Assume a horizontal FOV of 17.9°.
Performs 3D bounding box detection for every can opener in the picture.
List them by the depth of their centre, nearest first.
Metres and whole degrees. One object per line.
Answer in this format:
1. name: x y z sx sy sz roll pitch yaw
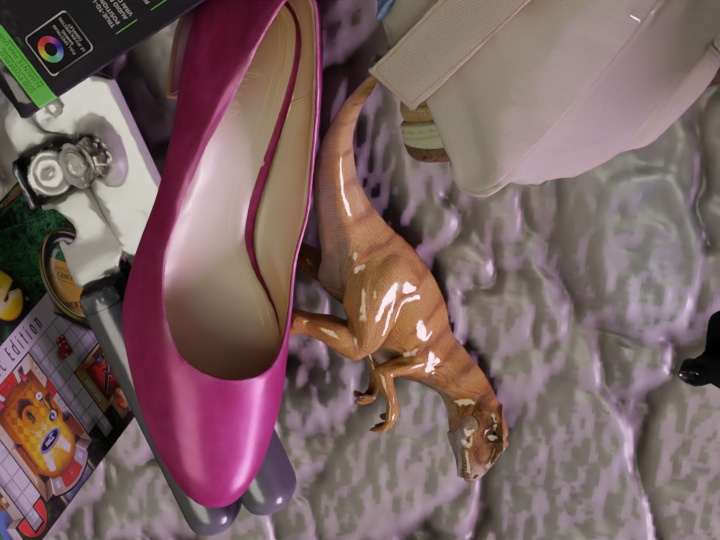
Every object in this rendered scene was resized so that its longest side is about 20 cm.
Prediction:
1. can opener: -0.082 0.009 0.929 0.052 0.066 0.201 -22 97 18

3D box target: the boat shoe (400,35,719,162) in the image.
1. boat shoe: 0.097 -0.097 0.805 0.199 0.072 0.077 -18 99 23

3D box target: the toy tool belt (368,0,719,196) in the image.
1. toy tool belt: 0.070 -0.127 0.711 0.123 0.124 0.200 55 133 20

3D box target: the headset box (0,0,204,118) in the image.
1. headset box: -0.099 -0.177 0.814 0.199 0.093 0.174 -27 107 35

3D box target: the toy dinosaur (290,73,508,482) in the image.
1. toy dinosaur: 0.000 0.000 0.920 0.106 0.061 0.201 -17 124 18

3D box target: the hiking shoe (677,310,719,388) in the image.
1. hiking shoe: 0.178 -0.013 0.808 0.086 0.075 0.201 19 127 5

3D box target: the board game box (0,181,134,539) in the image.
1. board game box: -0.146 0.049 0.914 0.023 0.200 0.105 -25 110 35

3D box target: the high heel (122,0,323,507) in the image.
1. high heel: -0.042 -0.010 0.853 0.067 0.201 0.096 7 177 -23
